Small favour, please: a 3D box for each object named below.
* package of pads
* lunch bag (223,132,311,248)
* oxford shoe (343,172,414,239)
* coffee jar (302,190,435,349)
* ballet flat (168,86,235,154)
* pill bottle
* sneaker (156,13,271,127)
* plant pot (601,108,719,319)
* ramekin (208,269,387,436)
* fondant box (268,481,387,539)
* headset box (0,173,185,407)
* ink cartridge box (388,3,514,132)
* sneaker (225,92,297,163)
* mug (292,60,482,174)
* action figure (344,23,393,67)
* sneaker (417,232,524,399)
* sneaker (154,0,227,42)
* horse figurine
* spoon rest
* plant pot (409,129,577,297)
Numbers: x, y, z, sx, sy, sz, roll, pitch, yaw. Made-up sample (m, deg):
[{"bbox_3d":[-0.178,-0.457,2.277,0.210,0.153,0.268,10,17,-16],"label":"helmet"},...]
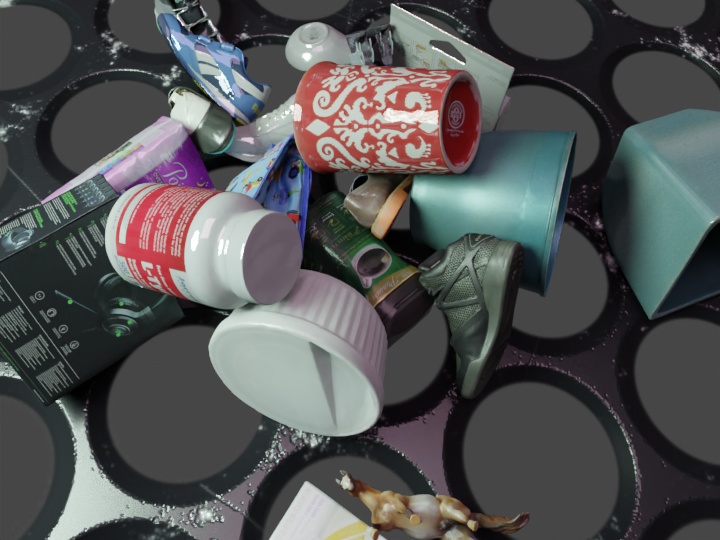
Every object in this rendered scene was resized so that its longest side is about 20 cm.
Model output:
[{"bbox_3d":[-0.289,-0.091,0.800,0.200,0.122,0.075,-43,43,-22],"label":"package of pads"},{"bbox_3d":[-0.135,-0.087,0.792,0.093,0.149,0.205,33,49,-31],"label":"lunch bag"},{"bbox_3d":[0.029,-0.111,0.816,0.072,0.072,0.201,29,25,0],"label":"oxford shoe"},{"bbox_3d":[0.000,0.000,0.792,0.103,0.086,0.200,-34,68,-24],"label":"coffee jar"},{"bbox_3d":[-0.231,-0.212,0.854,0.069,0.068,0.200,-55,35,4],"label":"ballet flat"},{"bbox_3d":[-0.158,-0.025,0.626,0.196,0.113,0.114,10,57,35],"label":"pill bottle"},{"bbox_3d":[-0.214,-0.304,0.913,0.082,0.074,0.200,-44,100,-2],"label":"sneaker"},{"bbox_3d":[0.432,-0.096,0.820,0.190,0.199,0.203,-18,54,-13],"label":"plant pot"},{"bbox_3d":[-0.058,0.088,0.686,0.197,0.205,0.096,18,50,7],"label":"ramekin"},{"bbox_3d":[-0.016,0.338,0.628,0.197,0.059,0.146,32,64,11],"label":"fondant box"},{"bbox_3d":[-0.319,0.016,0.702,0.198,0.177,0.092,-34,39,-19],"label":"headset box"},{"bbox_3d":[0.125,-0.279,0.897,0.197,0.178,0.045,34,63,14],"label":"ink cartridge box"},{"bbox_3d":[-0.109,-0.210,0.885,0.193,0.102,0.076,-7,35,-12],"label":"sneaker"},{"bbox_3d":[0.044,-0.191,0.740,0.196,0.136,0.178,11,47,36],"label":"mug"},{"bbox_3d":[0.029,-0.236,0.883,0.128,0.206,0.069,-26,23,-28],"label":"action figure"},{"bbox_3d":[0.123,0.049,0.741,0.112,0.205,0.076,21,30,32],"label":"sneaker"},{"bbox_3d":[-0.263,-0.393,0.950,0.199,0.141,0.077,42,66,18],"label":"sneaker"},{"bbox_3d":[0.073,0.260,0.652,0.194,0.133,0.052,11,80,-7],"label":"horse figurine"},{"bbox_3d":[-0.028,-0.368,1.011,0.193,0.061,0.102,-5,60,9],"label":"spoon rest"},{"bbox_3d":[0.166,-0.086,0.800,0.183,0.202,0.204,11,60,20],"label":"plant pot"}]
